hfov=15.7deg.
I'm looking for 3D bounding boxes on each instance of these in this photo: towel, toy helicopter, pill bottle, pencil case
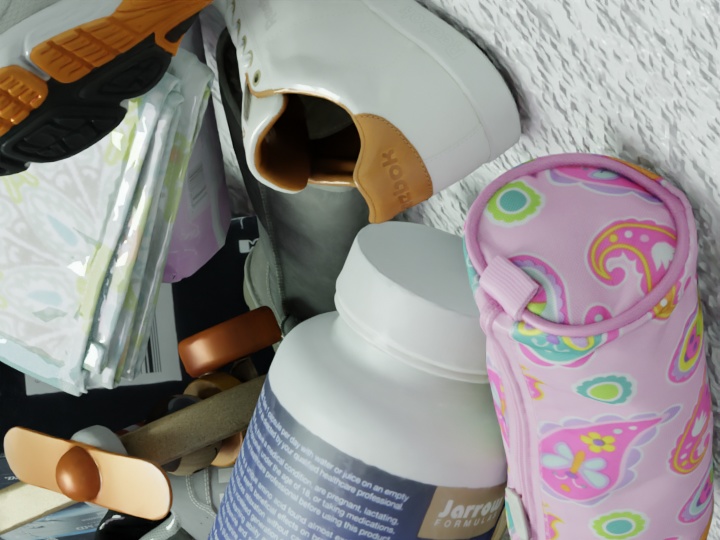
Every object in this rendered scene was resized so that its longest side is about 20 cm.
[{"bbox_3d":[-0.164,-0.055,1.081,0.199,0.048,0.172,27,127,10],"label":"towel"},{"bbox_3d":[-0.117,0.091,1.157,0.079,0.199,0.132,66,-159,0],"label":"toy helicopter"},{"bbox_3d":[0.004,0.087,1.073,0.111,0.110,0.201,39,117,39],"label":"pill bottle"},{"bbox_3d":[0.086,0.045,0.959,0.087,0.087,0.201,42,159,31],"label":"pencil case"}]

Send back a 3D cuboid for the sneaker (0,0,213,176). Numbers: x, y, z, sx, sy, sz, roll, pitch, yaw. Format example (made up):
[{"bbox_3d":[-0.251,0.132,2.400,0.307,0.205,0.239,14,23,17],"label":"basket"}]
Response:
[{"bbox_3d":[-0.102,-0.119,0.981,0.092,0.200,0.076,55,-173,28],"label":"sneaker"}]

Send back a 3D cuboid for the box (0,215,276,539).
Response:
[{"bbox_3d":[-0.130,0.070,1.336,0.200,0.195,0.118,97,166,-67],"label":"box"}]

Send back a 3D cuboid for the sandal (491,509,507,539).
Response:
[{"bbox_3d":[0.012,0.171,1.295,0.077,0.070,0.213,39,137,20],"label":"sandal"}]

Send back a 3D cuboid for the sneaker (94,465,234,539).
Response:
[{"bbox_3d":[-0.073,0.141,1.292,0.201,0.114,0.075,89,178,-55],"label":"sneaker"}]

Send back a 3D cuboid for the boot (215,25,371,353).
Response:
[{"bbox_3d":[-0.001,0.002,1.148,0.182,0.072,0.200,47,156,20],"label":"boot"}]

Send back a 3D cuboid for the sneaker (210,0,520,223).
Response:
[{"bbox_3d":[-0.030,-0.085,1.011,0.200,0.084,0.073,39,160,43],"label":"sneaker"}]

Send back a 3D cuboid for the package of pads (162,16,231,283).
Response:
[{"bbox_3d":[-0.128,-0.096,1.118,0.120,0.076,0.201,3,122,18],"label":"package of pads"}]
